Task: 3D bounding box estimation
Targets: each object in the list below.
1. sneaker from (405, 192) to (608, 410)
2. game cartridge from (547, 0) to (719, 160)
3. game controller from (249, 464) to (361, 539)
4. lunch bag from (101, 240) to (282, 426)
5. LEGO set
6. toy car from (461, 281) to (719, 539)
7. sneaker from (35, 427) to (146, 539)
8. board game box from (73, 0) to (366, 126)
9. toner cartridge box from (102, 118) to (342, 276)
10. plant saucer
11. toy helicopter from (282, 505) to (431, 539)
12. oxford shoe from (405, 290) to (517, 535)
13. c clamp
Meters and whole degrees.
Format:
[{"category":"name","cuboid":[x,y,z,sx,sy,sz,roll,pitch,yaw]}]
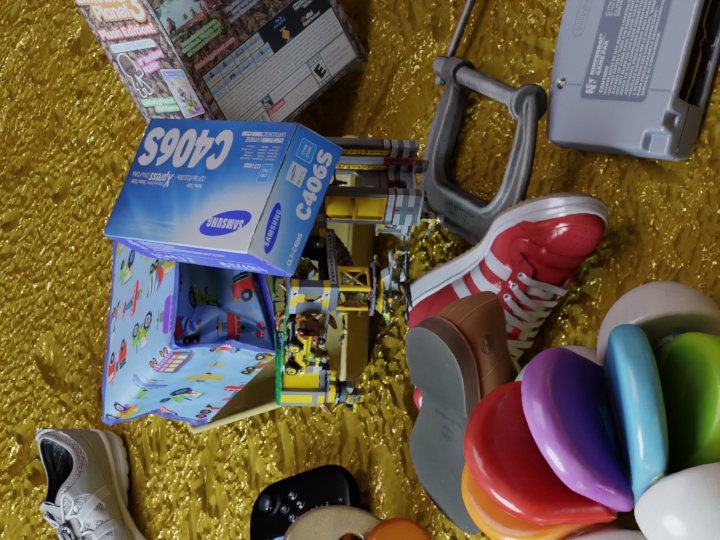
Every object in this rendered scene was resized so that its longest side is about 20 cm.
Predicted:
[{"category":"sneaker","cuboid":[0.099,0.032,1.476,0.200,0.071,0.113,-38,43,47]},{"category":"game cartridge","cuboid":[0.191,-0.175,1.476,0.133,0.040,0.202,12,85,50]},{"category":"game controller","cuboid":[-0.038,0.242,1.590,0.104,0.042,0.202,-29,55,43]},{"category":"lunch bag","cuboid":[-0.140,-0.003,1.663,0.151,0.093,0.202,-43,50,53]},{"category":"LEGO set","cuboid":[0.000,0.000,1.533,0.201,0.115,0.155,-97,11,-53]},{"category":"toy car","cuboid":[0.142,0.102,1.324,0.200,0.149,0.176,-38,48,37]},{"category":"sneaker","cuboid":[-0.231,0.215,1.818,0.075,0.082,0.201,-48,43,29]},{"category":"board game box","cuboid":[-0.117,-0.205,1.708,0.159,0.201,0.096,-42,23,-32]},{"category":"toner cartridge box","cuboid":[-0.098,-0.053,1.518,0.199,0.043,0.096,6,73,55]},{"category":"plant saucer","cuboid":[-0.053,0.018,1.700,0.199,0.048,0.202,-20,60,48]},{"category":"toy helicopter","cuboid":[-0.021,0.261,1.495,0.079,0.131,0.202,161,108,-72]},{"category":"oxford shoe","cuboid":[0.076,0.096,1.441,0.071,0.071,0.201,34,145,30]},{"category":"c clamp","cuboid":[0.084,-0.108,1.566,0.172,0.027,0.200,-70,24,14]}]
